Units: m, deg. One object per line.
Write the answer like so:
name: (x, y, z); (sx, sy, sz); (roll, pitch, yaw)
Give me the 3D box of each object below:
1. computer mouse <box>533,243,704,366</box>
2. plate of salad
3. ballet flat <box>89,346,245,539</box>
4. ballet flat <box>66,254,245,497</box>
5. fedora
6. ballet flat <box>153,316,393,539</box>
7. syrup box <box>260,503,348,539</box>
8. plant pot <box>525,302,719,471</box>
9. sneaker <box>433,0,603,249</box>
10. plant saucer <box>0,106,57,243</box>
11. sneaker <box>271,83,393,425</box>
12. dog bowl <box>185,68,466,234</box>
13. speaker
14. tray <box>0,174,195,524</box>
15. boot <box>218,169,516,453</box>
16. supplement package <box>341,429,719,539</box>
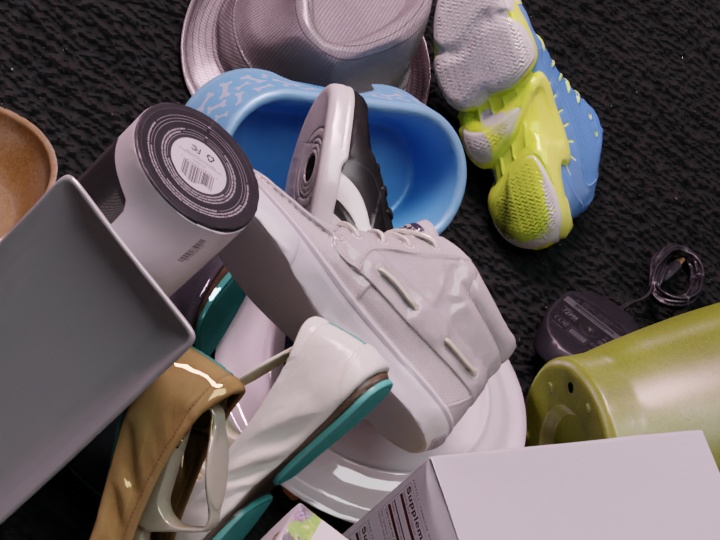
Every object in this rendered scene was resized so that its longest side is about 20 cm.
computer mouse: (0.179, 0.031, 1.399); (0.059, 0.034, 0.200); (40, 40, 20)
plate of salad: (0.005, 0.077, 1.240); (0.199, 0.048, 0.201); (12, 48, -13)
ballet flat: (-0.109, 0.138, 1.043); (0.063, 0.201, 0.069); (18, 6, 19)
ballet flat: (-0.118, 0.043, 1.172); (0.073, 0.073, 0.201); (31, 55, -11)
fedora: (-0.019, -0.164, 1.357); (0.177, 0.090, 0.200); (41, 47, -2)
ballet flat: (-0.066, 0.103, 1.098); (0.069, 0.200, 0.069); (40, 14, -12)
syrup box: (-0.056, 0.204, 1.011); (0.079, 0.200, 0.082); (37, 48, -4)
plant pot: (0.211, 0.111, 1.269); (0.192, 0.201, 0.201); (-5, 63, -21)
sneaker: (0.112, -0.118, 1.407); (0.105, 0.075, 0.201); (-21, 101, -54)
plant saucer: (-0.263, -0.034, 1.102); (0.199, 0.036, 0.201); (0, 34, 0)
sneaker: (0.012, -0.004, 1.210); (0.111, 0.073, 0.201); (12, 75, -19)
dog bowl: (-0.020, -0.064, 1.278); (0.199, 0.050, 0.112); (4, 97, -30)
speaker: (-0.143, 0.000, 1.091); (0.081, 0.200, 0.081); (28, 41, -28)
tray: (-0.174, 0.050, 1.051); (0.108, 0.200, 0.022); (51, 27, 6)
boot: (0.000, 0.000, 1.134); (0.200, 0.073, 0.096); (50, 63, -13)
supplement package: (0.085, 0.199, 1.105); (0.191, 0.200, 0.148); (-2, 61, -34)
